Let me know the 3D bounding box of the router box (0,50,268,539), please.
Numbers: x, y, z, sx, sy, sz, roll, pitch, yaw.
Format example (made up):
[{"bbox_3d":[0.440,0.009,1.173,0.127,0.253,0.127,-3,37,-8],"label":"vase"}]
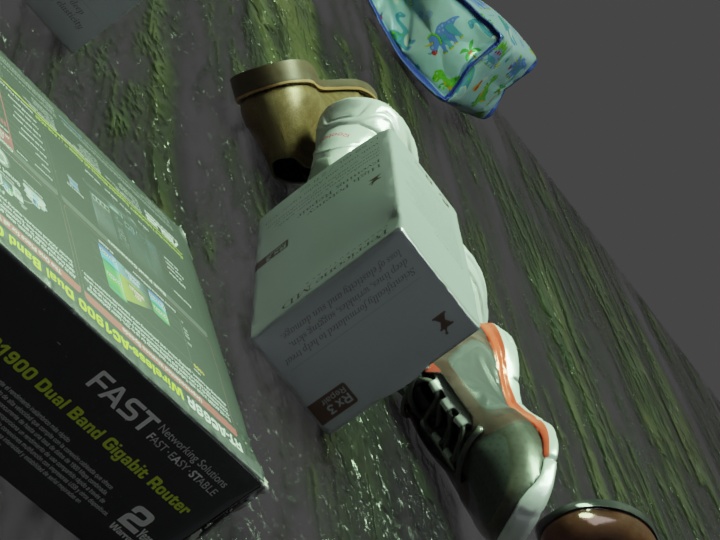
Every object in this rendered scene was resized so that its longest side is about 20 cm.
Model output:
[{"bbox_3d":[-0.124,-0.009,0.705,0.200,0.062,0.150,47,12,-38],"label":"router box"}]

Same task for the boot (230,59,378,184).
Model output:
[{"bbox_3d":[-0.033,-0.092,1.422,0.200,0.074,0.076,-1,75,-73],"label":"boot"}]

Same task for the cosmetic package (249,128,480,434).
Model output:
[{"bbox_3d":[0.000,0.000,1.137,0.074,0.102,0.200,51,9,-14],"label":"cosmetic package"}]

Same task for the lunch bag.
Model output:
[{"bbox_3d":[0.090,-0.286,2.424,0.200,0.127,0.170,44,9,18],"label":"lunch bag"}]

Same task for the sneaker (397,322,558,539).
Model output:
[{"bbox_3d":[0.056,0.092,1.243,0.082,0.077,0.200,21,23,-20],"label":"sneaker"}]

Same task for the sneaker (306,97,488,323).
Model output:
[{"bbox_3d":[0.013,-0.004,1.335,0.200,0.078,0.099,60,35,-24],"label":"sneaker"}]

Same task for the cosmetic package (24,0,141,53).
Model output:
[{"bbox_3d":[-0.160,-0.210,1.146,0.113,0.081,0.200,50,12,-21],"label":"cosmetic package"}]

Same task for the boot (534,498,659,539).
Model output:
[{"bbox_3d":[0.183,0.258,1.312,0.188,0.068,0.200,56,14,-41],"label":"boot"}]
